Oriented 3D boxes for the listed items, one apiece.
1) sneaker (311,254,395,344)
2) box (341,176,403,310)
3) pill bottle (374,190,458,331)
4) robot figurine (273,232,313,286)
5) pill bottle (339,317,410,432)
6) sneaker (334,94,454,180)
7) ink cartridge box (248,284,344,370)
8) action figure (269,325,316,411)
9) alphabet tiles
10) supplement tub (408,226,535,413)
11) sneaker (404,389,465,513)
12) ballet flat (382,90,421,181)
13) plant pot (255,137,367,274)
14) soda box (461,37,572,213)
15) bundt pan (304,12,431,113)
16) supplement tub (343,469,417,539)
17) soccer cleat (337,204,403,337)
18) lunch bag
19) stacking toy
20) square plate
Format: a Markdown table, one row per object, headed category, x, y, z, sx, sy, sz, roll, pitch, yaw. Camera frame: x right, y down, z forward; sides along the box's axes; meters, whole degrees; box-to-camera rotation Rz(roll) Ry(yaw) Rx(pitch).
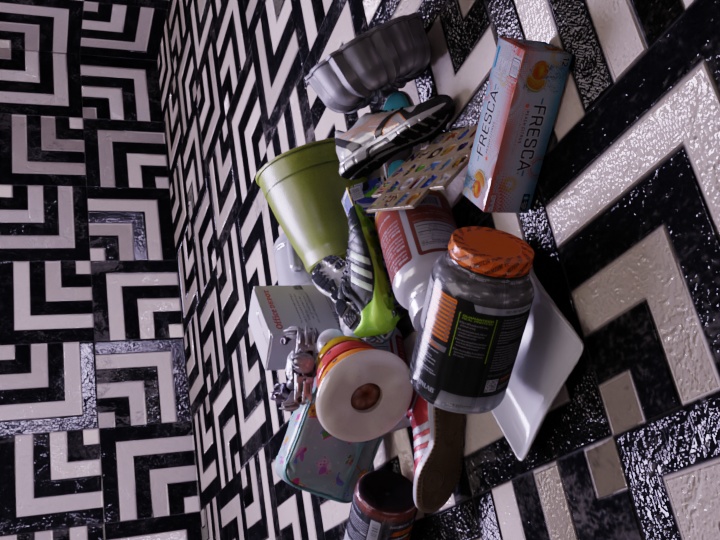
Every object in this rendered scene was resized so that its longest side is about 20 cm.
| category | x | y | z | sx | sy | sz | roll | pitch | yaw |
| --- | --- | --- | --- | --- | --- | --- | --- | --- | --- |
| sneaker | 0.002 | 0.045 | 1.286 | 0.078 | 0.080 | 0.200 | -46 | 44 | 5 |
| box | 0.036 | -0.038 | 1.286 | 0.070 | 0.064 | 0.200 | 121 | 130 | -74 |
| pill bottle | 0.091 | -0.014 | 1.144 | 0.112 | 0.112 | 0.200 | 113 | 153 | -45 |
| robot figurine | -0.112 | -0.003 | 1.660 | 0.170 | 0.113 | 0.200 | 68 | -172 | -64 |
| pill bottle | 0.021 | 0.157 | 1.341 | 0.112 | 0.112 | 0.200 | 130 | 135 | -58 |
| sneaker | 0.043 | -0.212 | 1.216 | 0.200 | 0.074 | 0.080 | -26 | 70 | 21 |
| ink cartridge box | -0.089 | 0.098 | 1.490 | 0.146 | 0.200 | 0.084 | -119 | 35 | -50 |
| action figure | -0.102 | 0.160 | 1.297 | 0.200 | 0.069 | 0.130 | 109 | 174 | -70 |
| alphabet tiles | 0.092 | -0.139 | 1.129 | 0.006 | 0.166 | 0.200 | 49 | 162 | -18 |
| supplement tub | 0.133 | 0.057 | 0.976 | 0.123 | 0.122 | 0.200 | -125 | 41 | -54 |
| sneaker | 0.095 | 0.243 | 1.216 | 0.112 | 0.071 | 0.200 | 18 | 100 | 63 |
| ballet flat | 0.069 | -0.173 | 1.275 | 0.069 | 0.069 | 0.200 | 155 | 113 | -66 |
| plant pot | -0.061 | -0.102 | 1.463 | 0.200 | 0.200 | 0.193 | -41 | 66 | 62 |
| soda box | 0.183 | -0.171 | 0.988 | 0.064 | 0.068 | 0.200 | -125 | 41 | -55 |
| bundt pan | 0.020 | -0.300 | 1.243 | 0.076 | 0.202 | 0.202 | 62 | 156 | -2 |
| supplement tub | 0.028 | 0.430 | 1.346 | 0.107 | 0.107 | 0.200 | -124 | 38 | -53 |
| soccer cleat | 0.000 | 0.000 | 1.208 | 0.068 | 0.081 | 0.200 | 28 | -134 | -65 |
| lunch bag | -0.041 | 0.283 | 1.405 | 0.200 | 0.160 | 0.077 | -68 | 15 | -9 |
| stacking toy | -0.022 | 0.148 | 1.238 | 0.200 | 0.146 | 0.146 | -134 | 48 | -60 |
| square plate | 0.196 | 0.095 | 1.020 | 0.200 | 0.028 | 0.198 | -115 | 33 | -45 |
